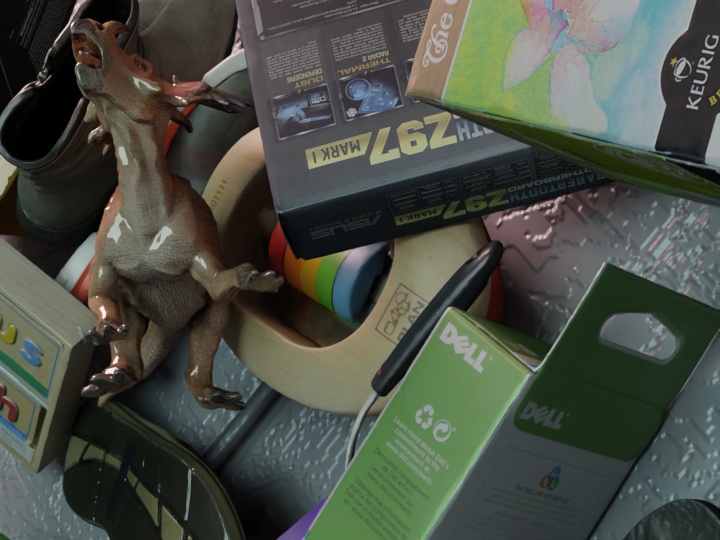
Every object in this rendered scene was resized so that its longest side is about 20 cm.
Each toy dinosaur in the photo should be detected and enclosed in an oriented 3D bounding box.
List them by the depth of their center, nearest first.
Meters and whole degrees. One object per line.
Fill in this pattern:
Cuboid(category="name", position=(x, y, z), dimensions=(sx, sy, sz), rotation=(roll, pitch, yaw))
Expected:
Cuboid(category="toy dinosaur", position=(-0.091, -0.017, 0.933), dimensions=(0.200, 0.086, 0.136), rotation=(103, 162, -55))

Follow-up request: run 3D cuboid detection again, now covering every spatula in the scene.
Cuboid(category="spatula", position=(0.005, 0.067, 0.873), dimensions=(0.021, 0.057, 0.200), rotation=(31, 108, -2))

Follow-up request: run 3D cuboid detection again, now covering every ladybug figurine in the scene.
Cuboid(category="ladybug figurine", position=(0.000, 0.000, 0.959), dimensions=(0.200, 0.072, 0.136), rotation=(37, 101, 42))

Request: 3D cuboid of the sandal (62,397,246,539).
Cuboid(category="sandal", position=(-0.096, 0.120, 1.020), dimensions=(0.201, 0.057, 0.080), rotation=(40, 109, 57))

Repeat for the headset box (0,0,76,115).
Cuboid(category="headset box", position=(-0.244, -0.142, 1.109), dimensions=(0.200, 0.075, 0.149), rotation=(-7, 58, 46))

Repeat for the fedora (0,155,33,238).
Cuboid(category="fedora", position=(-0.210, -0.080, 1.163), dimensions=(0.200, 0.082, 0.201), rotation=(-29, 46, 34))

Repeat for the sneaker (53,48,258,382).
Cuboid(category="sneaker", position=(-0.083, -0.026, 1.060), dimensions=(0.082, 0.077, 0.200), rotation=(39, 105, 15))

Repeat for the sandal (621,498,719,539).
Cuboid(category="sandal", position=(0.092, 0.183, 0.832), dimensions=(0.075, 0.048, 0.201), rotation=(43, 106, 41))

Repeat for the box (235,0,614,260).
Cuboid(category="box", position=(0.048, -0.103, 0.906), dimensions=(0.199, 0.051, 0.158), rotation=(-15, 60, 5))

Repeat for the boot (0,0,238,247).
Cuboid(category="boot", position=(-0.119, -0.111, 1.037), dimensions=(0.068, 0.131, 0.200), rotation=(26, 68, 5))

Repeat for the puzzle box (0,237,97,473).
Cuboid(category="puzzle box", position=(-0.231, 0.010, 1.082), dimensions=(0.200, 0.025, 0.133), rotation=(38, 141, 11))

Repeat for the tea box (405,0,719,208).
Cuboid(category="tea box", position=(0.150, -0.124, 0.718), dimensions=(0.196, 0.133, 0.201), rotation=(17, 90, 46))

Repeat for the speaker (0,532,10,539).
Cuboid(category="speaker", position=(-0.177, 0.229, 1.031), dimensions=(0.089, 0.088, 0.200), rotation=(-50, 49, 17))

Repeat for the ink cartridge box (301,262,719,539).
Cuboid(category="ink cartridge box", position=(0.061, 0.078, 0.857), dimensions=(0.059, 0.104, 0.200), rotation=(40, 103, 41))
